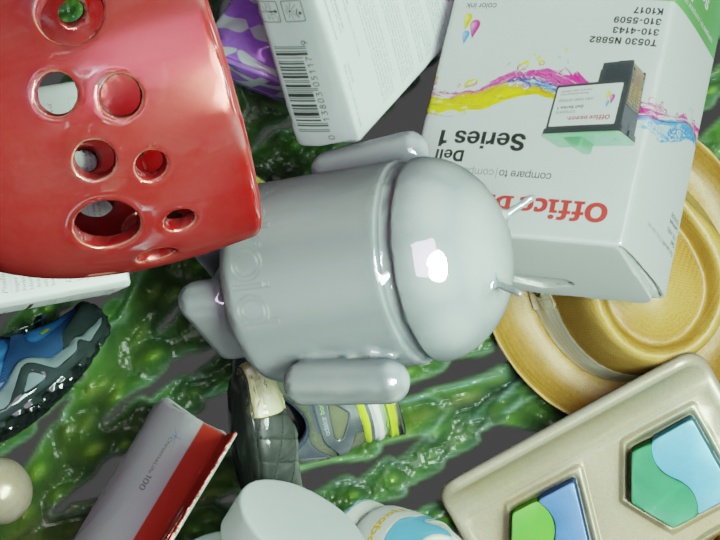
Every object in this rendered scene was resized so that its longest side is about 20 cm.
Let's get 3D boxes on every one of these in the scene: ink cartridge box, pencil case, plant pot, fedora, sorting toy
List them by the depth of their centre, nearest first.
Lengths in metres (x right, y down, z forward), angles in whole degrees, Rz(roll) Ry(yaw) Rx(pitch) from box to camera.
[{"bbox_3d":[-0.161,-0.087,1.191,0.181,0.200,0.202,-18,91,-9],"label":"plant pot"},{"bbox_3d":[-0.134,0.149,1.296,0.057,0.200,0.163,31,81,1],"label":"ink cartridge box"},{"bbox_3d":[0.005,-0.191,1.367,0.200,0.057,0.163,-53,134,-49],"label":"ink cartridge box"},{"bbox_3d":[0.121,-0.093,1.377,0.144,0.084,0.201,5,71,27],"label":"ink cartridge box"},{"bbox_3d":[-0.033,-0.198,1.405,0.085,0.084,0.201,17,80,25],"label":"pencil case"},{"bbox_3d":[0.172,0.176,1.416,0.184,0.036,0.201,-29,96,9],"label":"sorting toy"},{"bbox_3d":[0.170,-0.003,1.432,0.199,0.082,0.202,1,86,-12],"label":"fedora"}]

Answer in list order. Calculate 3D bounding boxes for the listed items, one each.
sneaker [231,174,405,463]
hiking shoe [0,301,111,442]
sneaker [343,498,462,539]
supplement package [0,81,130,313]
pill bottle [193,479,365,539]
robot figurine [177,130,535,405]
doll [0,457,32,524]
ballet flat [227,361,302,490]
[{"bbox_3d":[-0.049,0.027,1.396,0.081,0.074,0.201,-29,91,-8],"label":"sneaker"},{"bbox_3d":[-0.232,0.062,1.338,0.200,0.074,0.087,-35,84,-31],"label":"hiking shoe"},{"bbox_3d":[0.057,0.220,1.375,0.077,0.080,0.200,-52,124,-24],"label":"sneaker"},{"bbox_3d":[-0.244,-0.030,1.332,0.199,0.120,0.122,-10,90,-12],"label":"supplement package"},{"bbox_3d":[-0.075,0.221,1.318,0.112,0.112,0.201,26,113,-9],"label":"pill bottle"},{"bbox_3d":[0.000,0.000,1.291,0.199,0.113,0.171,-9,60,22],"label":"robot figurine"},{"bbox_3d":[-0.274,0.178,1.352,0.200,0.048,0.137,-39,89,-11],"label":"doll"},{"bbox_3d":[-0.037,0.140,1.378,0.056,0.066,0.201,-19,114,-10],"label":"ballet flat"}]
